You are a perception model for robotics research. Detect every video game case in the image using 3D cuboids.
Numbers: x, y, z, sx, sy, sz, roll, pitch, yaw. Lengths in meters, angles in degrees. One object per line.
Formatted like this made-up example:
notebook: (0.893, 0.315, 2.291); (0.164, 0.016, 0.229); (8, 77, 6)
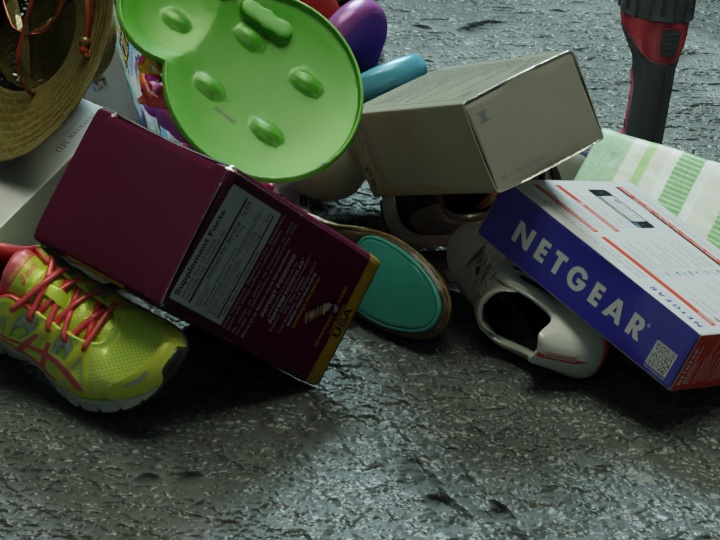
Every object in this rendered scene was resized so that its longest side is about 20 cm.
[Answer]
video game case: (-0.195, -0.150, 1.861); (0.045, 0.183, 0.200); (-17, 24, 2)

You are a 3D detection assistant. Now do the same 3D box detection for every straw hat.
straw hat: (-0.223, -0.167, 1.668); (0.200, 0.203, 0.085); (26, 11, 35)

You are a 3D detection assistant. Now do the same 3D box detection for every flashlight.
flashlight: (0.242, -0.156, 2.016); (0.067, 0.202, 0.068); (16, 24, 18)

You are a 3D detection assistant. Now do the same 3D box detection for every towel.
towel: (0.252, -0.026, 1.846); (0.199, 0.023, 0.153); (18, 62, 23)

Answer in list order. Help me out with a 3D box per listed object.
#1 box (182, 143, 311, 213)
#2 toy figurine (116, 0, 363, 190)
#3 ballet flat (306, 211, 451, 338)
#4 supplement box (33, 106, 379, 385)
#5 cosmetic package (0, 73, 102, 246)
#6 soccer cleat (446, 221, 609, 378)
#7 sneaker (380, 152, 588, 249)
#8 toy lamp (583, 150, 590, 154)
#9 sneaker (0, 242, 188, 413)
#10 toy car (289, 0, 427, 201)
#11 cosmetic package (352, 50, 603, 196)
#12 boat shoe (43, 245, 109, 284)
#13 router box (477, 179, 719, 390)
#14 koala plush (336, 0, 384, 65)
box: (-0.095, -0.077, 1.918); (0.109, 0.035, 0.200); (7, 23, -4)
toy figurine: (-0.114, -0.117, 1.746); (0.199, 0.184, 0.151); (37, 63, -1)
ballet flat: (0.000, 0.000, 1.755); (0.199, 0.068, 0.072); (19, 5, 32)
supplement box: (-0.099, -0.014, 1.574); (0.130, 0.104, 0.200); (27, -3, 36)
cosmetic package: (-0.287, -0.061, 1.675); (0.150, 0.052, 0.200); (24, 55, 25)
soccer cleat: (0.110, 0.017, 1.731); (0.085, 0.069, 0.200); (5, 26, -36)
sneaker: (0.117, -0.060, 1.880); (0.199, 0.075, 0.079); (-11, -8, -29)
toy lamp: (0.233, -0.048, 1.946); (0.058, 0.059, 0.200); (-5, 27, -31)
sneaker: (-0.200, 0.029, 1.531); (0.199, 0.091, 0.078); (17, 61, 34)
toy car: (-0.027, -0.154, 1.885); (0.199, 0.151, 0.175); (25, 24, 26)
cosmetic package: (0.080, -0.107, 1.731); (0.103, 0.074, 0.200); (-27, 13, -22)
boat shoe: (-0.261, -0.047, 1.740); (0.199, 0.069, 0.072); (20, 25, 25)
router box: (0.212, 0.006, 1.717); (0.200, 0.049, 0.179); (41, 24, 30)
koala plush: (-0.052, -0.256, 2.142); (0.182, 0.202, 0.177); (-7, 27, -33)
